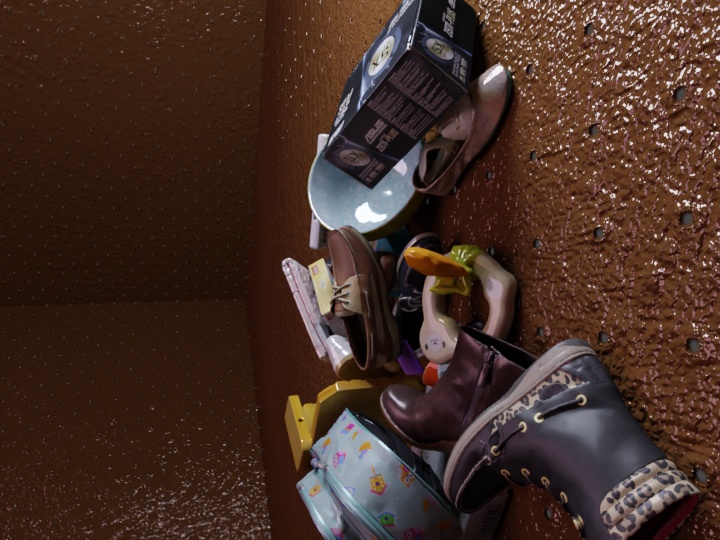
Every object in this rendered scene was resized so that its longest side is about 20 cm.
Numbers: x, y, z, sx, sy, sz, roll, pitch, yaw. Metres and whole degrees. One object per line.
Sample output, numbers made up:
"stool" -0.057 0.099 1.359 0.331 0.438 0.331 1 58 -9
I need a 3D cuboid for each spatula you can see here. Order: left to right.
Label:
"spatula" 0.101 0.100 0.721 0.057 0.020 0.199 58 140 3

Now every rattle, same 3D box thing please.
"rattle" 0.087 0.076 0.613 0.129 0.142 0.204 36 118 20

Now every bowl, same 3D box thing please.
"bowl" 0.026 -0.127 0.832 0.107 0.195 0.206 39 -145 -56

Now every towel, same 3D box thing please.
"towel" -0.077 0.084 1.015 0.200 0.031 0.196 55 -169 -74

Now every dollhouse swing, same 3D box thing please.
"dollhouse swing" -0.010 0.202 0.847 0.182 0.193 0.182 -126 38 -60

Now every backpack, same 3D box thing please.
"backpack" 0.021 0.278 0.653 0.177 0.154 0.199 48 159 -10

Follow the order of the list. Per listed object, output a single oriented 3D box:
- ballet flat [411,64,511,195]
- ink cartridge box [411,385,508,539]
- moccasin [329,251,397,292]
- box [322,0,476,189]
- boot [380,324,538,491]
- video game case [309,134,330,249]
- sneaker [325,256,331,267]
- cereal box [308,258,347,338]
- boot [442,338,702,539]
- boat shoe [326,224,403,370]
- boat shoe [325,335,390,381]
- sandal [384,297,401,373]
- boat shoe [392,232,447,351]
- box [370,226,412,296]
"ballet flat" 0.114 -0.161 0.657 0.202 0.065 0.070 114 146 -52
"ink cartridge box" 0.120 0.271 0.712 0.202 0.048 0.167 -104 20 -59
"moccasin" 0.000 -0.002 0.838 0.201 0.075 0.076 -165 86 -70
"box" 0.047 -0.233 0.675 0.199 0.084 0.168 -38 31 49
"boot" 0.106 0.131 0.598 0.196 0.071 0.172 24 124 36
"video game case" -0.029 -0.144 0.963 0.199 0.021 0.189 -23 -59 -63
"sneaker" 0.009 0.011 1.028 0.199 0.075 0.090 16 135 64
"cereal box" -0.034 0.095 1.022 0.145 0.039 0.203 -112 -4 -52
"boot" 0.162 0.179 0.448 0.202 0.072 0.152 -52 37 17
"boat shoe" -0.004 0.041 0.740 0.075 0.073 0.206 -19 94 52
"boat shoe" -0.004 0.152 0.911 0.070 0.070 0.200 52 179 29
"sandal" 0.036 0.081 0.949 0.070 0.077 0.213 -48 42 14
"boat shoe" 0.081 0.040 0.757 0.063 0.072 0.204 -108 23 -45
"box" 0.042 -0.052 0.916 0.202 0.047 0.084 -113 28 -49
